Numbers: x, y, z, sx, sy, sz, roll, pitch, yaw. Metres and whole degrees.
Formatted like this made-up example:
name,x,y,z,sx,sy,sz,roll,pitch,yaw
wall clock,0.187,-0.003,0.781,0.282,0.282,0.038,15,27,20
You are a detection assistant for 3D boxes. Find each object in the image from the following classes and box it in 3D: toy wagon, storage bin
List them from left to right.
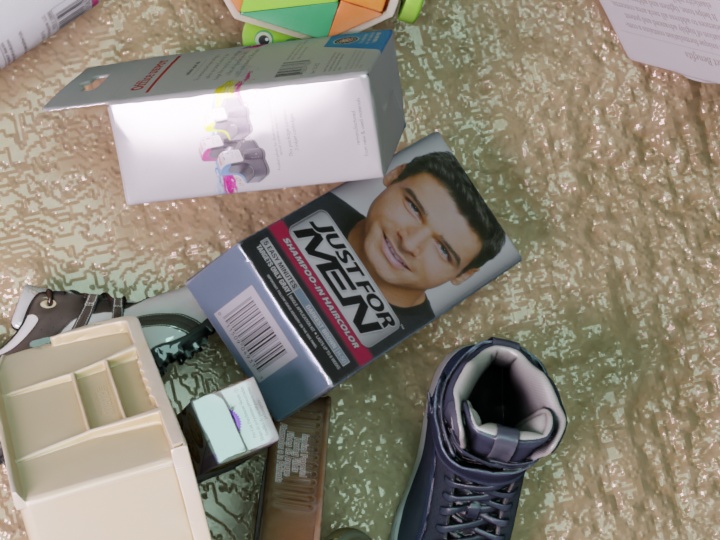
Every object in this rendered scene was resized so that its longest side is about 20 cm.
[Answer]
name,x,y,z,sx,sy,sz,roll,pitch,yaw
storage bin,-0.133,0.156,1.172,0.094,0.199,0.200,-16,113,-8
toy wagon,-0.031,-0.200,1.303,0.155,0.040,0.200,17,116,-6

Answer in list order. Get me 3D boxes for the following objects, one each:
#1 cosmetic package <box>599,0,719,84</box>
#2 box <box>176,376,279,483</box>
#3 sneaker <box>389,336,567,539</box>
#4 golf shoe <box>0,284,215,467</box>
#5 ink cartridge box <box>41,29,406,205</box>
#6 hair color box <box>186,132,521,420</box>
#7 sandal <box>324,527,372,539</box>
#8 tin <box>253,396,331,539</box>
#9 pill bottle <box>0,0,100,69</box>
name,x,y,z,sx,sy,sz,roll,pitch,yaw
cosmetic package,0.229,-0.243,1.303,0.166,0.167,0.200,-37,116,-12
box,-0.086,0.098,1.223,0.039,0.200,0.041,-21,86,-14
sneaker,0.069,0.139,1.269,0.077,0.146,0.202,7,82,-9
golf shoe,-0.163,0.037,1.285,0.200,0.078,0.095,-30,86,-12
ink cartridge box,-0.080,-0.092,1.275,0.200,0.115,0.068,-5,108,11
hair color box,0.000,0.000,1.268,0.200,0.061,0.099,-32,88,-46
sandal,0.013,0.255,1.271,0.054,0.080,0.200,-9,86,28
tin,-0.044,0.151,1.232,0.042,0.200,0.112,12,120,-5
pill bottle,-0.265,-0.162,1.281,0.200,0.113,0.113,-36,88,-12
